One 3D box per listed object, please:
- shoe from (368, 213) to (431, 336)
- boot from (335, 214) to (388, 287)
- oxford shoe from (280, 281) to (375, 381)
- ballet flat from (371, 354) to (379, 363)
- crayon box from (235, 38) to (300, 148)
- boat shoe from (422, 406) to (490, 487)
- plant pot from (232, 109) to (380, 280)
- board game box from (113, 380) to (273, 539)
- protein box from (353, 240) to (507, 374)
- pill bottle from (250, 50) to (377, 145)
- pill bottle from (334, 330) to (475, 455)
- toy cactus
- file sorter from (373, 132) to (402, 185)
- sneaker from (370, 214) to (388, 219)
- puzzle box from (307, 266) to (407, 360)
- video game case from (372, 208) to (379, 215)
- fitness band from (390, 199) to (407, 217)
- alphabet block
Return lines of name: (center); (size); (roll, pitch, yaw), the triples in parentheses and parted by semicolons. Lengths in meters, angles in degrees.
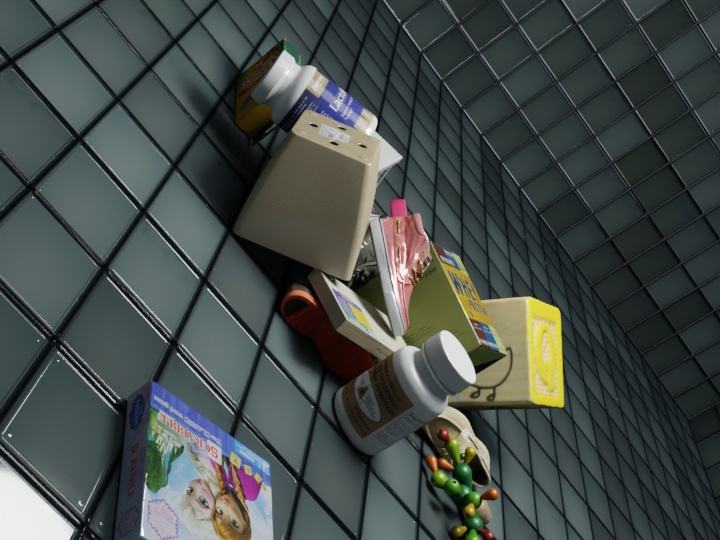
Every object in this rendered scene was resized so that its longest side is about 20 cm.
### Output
shoe: (0.074, 0.003, 1.616); (0.072, 0.089, 0.203); (85, -5, -67)
boot: (0.000, 0.000, 1.783); (0.067, 0.202, 0.130); (36, 56, 23)
oxford shoe: (-0.041, 0.094, 1.560); (0.201, 0.071, 0.073); (49, 19, -18)
ballet flat: (0.014, 0.136, 1.636); (0.202, 0.063, 0.067); (62, 21, 14)
crayon box: (-0.166, -0.323, 1.813); (0.051, 0.126, 0.202); (42, 24, -32)
boat shoe: (0.169, 0.306, 1.737); (0.200, 0.071, 0.065); (50, 19, -35)
plant pot: (-0.064, -0.134, 1.582); (0.197, 0.179, 0.200); (23, 25, -2)
board game box: (-0.170, 0.248, 1.068); (0.200, 0.041, 0.201); (42, 25, -35)
protein box: (0.108, 0.098, 1.715); (0.134, 0.197, 0.202); (22, 39, -60)
pill bottle: (-0.079, -0.267, 1.673); (0.199, 0.116, 0.116); (36, 25, -14)
pill bottle: (0.068, 0.179, 1.495); (0.114, 0.199, 0.115); (46, 22, -24)
toy cactus: (0.182, 0.371, 1.653); (0.165, 0.101, 0.202); (51, 12, -49)
file sorter: (-0.039, -0.193, 1.859); (0.139, 0.125, 0.200); (42, 27, 7)
sneaker: (0.004, -0.086, 1.839); (0.071, 0.073, 0.200); (43, 11, 16)
puzzle box: (0.007, 0.083, 1.563); (0.199, 0.025, 0.134); (37, 16, -41)
video game case: (-0.001, -0.082, 1.969); (0.181, 0.036, 0.201); (46, 23, -27)
fitness band: (0.078, -0.068, 1.997); (0.200, 0.037, 0.147); (-85, 170, -88)
alphabet block: (0.259, 0.162, 1.885); (0.196, 0.197, 0.199); (14, 71, -60)
